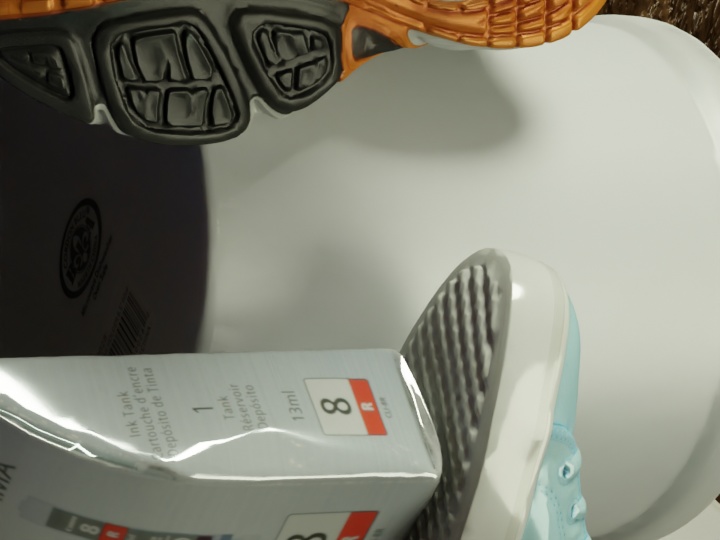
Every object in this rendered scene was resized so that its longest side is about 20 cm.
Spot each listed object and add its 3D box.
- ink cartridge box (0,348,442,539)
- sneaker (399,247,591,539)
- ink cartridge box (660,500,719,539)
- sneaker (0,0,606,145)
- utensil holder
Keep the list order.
[{"bbox_3d":[-0.096,0.086,0.744,0.199,0.050,0.163,-4,143,-27],"label":"ink cartridge box"},{"bbox_3d":[0.043,0.091,0.777,0.081,0.074,0.201,3,110,-24],"label":"sneaker"},{"bbox_3d":[0.050,0.136,1.150,0.125,0.199,0.129,38,71,-47],"label":"ink cartridge box"},{"bbox_3d":[-0.028,-0.088,0.771,0.199,0.092,0.076,-10,115,-32],"label":"sneaker"},{"bbox_3d":[0.000,0.000,0.865,0.199,0.170,0.171,3,107,-33],"label":"utensil holder"}]
